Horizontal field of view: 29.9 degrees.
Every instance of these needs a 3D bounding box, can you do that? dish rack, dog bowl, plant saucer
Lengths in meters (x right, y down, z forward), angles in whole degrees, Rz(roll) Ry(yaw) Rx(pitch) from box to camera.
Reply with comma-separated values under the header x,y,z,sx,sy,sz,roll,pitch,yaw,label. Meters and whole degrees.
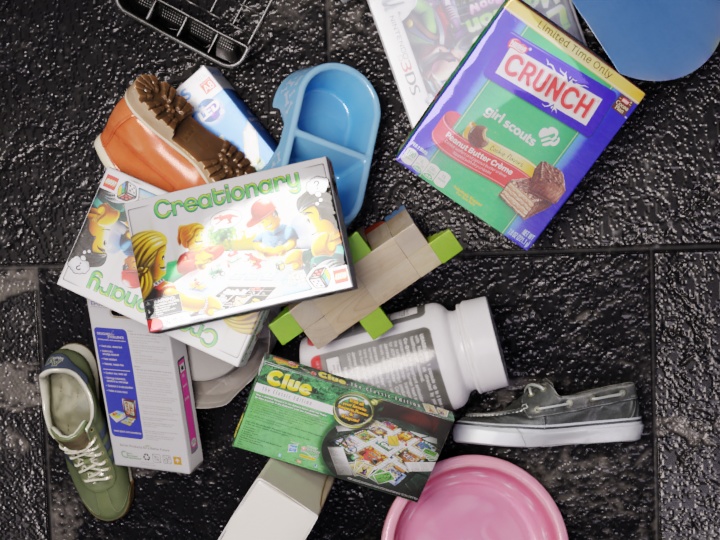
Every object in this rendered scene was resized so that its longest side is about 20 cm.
x,y,z,sx,sy,sz,roll,pitch,yaw,label
-0.146,-0.328,1.406,0.153,0.055,0.200,29,97,2,dish rack
-0.039,-0.122,1.370,0.111,0.050,0.200,19,70,-21,dog bowl
0.117,0.295,1.409,0.200,0.051,0.201,2,76,-9,plant saucer
-0.173,0.042,1.409,0.200,0.059,0.200,8,113,19,dog bowl

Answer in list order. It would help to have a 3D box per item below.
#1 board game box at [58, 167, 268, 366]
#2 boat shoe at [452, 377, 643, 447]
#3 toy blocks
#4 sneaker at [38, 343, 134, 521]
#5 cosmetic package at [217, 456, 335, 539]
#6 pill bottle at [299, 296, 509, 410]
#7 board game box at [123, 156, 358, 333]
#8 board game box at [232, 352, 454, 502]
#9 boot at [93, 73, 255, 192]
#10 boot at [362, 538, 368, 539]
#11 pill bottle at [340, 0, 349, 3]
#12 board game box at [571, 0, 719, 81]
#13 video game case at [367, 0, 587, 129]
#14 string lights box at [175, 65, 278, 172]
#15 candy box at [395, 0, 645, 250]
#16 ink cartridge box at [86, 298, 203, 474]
x,y,z,sx,sy,sz,roll,pitch,yaw,label
-0.180,-0.004,1.316,0.200,0.035,0.126,23,91,8,board game box
0.195,0.148,1.414,0.200,0.072,0.071,-3,86,-4,boat shoe
0.000,0.000,1.383,0.200,0.137,0.100,-35,103,5,toy blocks
-0.302,0.181,1.447,0.067,0.090,0.200,-14,93,7,sneaker
-0.086,0.246,1.376,0.073,0.200,0.104,32,98,1,cosmetic package
0.046,0.099,1.394,0.200,0.114,0.114,-15,93,7,pill bottle
-0.113,-0.023,1.265,0.200,0.035,0.126,-13,84,6,board game box
-0.018,0.158,1.346,0.200,0.023,0.105,19,115,-9,board game box
-0.180,-0.094,1.372,0.200,0.075,0.107,46,120,-5,boot
-0.002,0.412,1.444,0.168,0.076,0.200,-34,97,4,boot
0.032,-0.368,1.353,0.200,0.114,0.114,-39,90,6,pill bottle
0.274,-0.278,1.364,0.158,0.039,0.200,-31,86,-24,board game box
0.123,-0.252,1.402,0.200,0.023,0.182,-19,93,7,video game case
-0.133,-0.107,1.421,0.103,0.059,0.200,-39,90,10,string lights box
0.160,-0.150,1.361,0.169,0.077,0.200,34,103,-6,candy box
-0.225,0.115,1.406,0.095,0.037,0.200,3,114,23,ink cartridge box
